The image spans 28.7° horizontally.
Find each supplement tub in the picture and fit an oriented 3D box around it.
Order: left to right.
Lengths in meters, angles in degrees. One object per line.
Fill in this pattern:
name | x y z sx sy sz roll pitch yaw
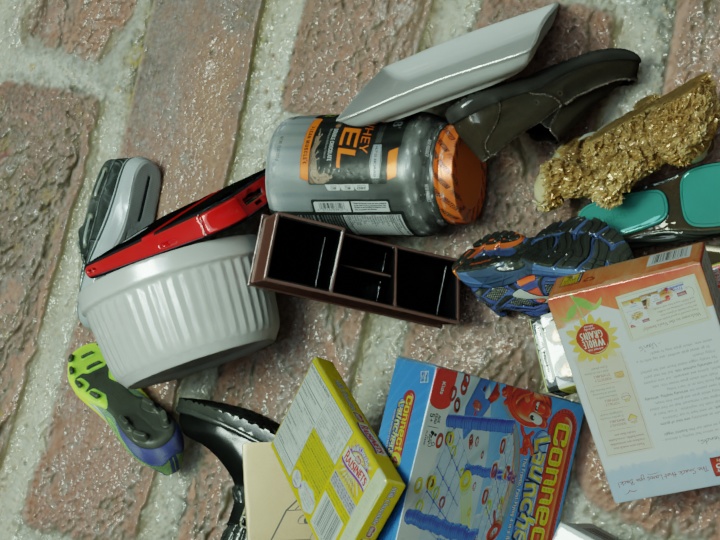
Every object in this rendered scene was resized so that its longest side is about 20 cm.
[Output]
supplement tub | 0.016 -0.095 1.393 0.199 0.122 0.123 1 80 25

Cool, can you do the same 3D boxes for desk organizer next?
desk organizer | 0.000 0.000 1.348 0.199 0.077 0.072 13 85 -12

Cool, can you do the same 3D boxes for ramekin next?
ramekin | -0.176 0.046 1.421 0.199 0.200 0.106 -21 83 21

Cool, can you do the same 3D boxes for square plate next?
square plate | 0.091 -0.195 1.357 0.199 0.198 0.029 -18 107 22

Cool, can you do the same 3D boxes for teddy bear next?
teddy bear | 0.246 -0.107 1.291 0.199 0.145 0.067 -28 102 22

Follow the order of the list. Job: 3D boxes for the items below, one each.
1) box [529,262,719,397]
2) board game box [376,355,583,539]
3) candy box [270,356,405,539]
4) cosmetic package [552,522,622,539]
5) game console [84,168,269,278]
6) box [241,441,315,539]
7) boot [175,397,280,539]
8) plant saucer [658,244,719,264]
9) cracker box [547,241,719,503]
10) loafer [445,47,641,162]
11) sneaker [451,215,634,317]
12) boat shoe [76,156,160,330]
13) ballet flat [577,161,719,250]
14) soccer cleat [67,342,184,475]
box | 0.257 0.052 1.259 0.199 0.050 0.076 -17 75 22
board game box | 0.097 0.195 1.256 0.056 0.195 0.201 8 84 51
candy box | -0.024 0.171 1.248 0.103 0.026 0.200 -61 30 17
cosmetic package | 0.179 0.329 1.247 0.071 0.101 0.201 25 92 26
game console | -0.169 -0.050 1.439 0.176 0.200 0.031 -23 98 22
box | -0.029 0.263 1.353 0.163 0.021 0.201 -2 86 -2
boot | -0.122 0.228 1.421 0.210 0.079 0.158 22 90 27
plant saucer | 0.307 0.077 1.275 0.199 0.029 0.201 -5 78 24
cracker box | 0.255 0.090 1.201 0.133 0.058 0.201 -14 105 22
loafer | 0.178 -0.154 1.332 0.199 0.073 0.072 -20 92 -11
sneaker | 0.178 0.003 1.302 0.200 0.079 0.075 -3 39 53
boat shoe | -0.277 -0.030 1.559 0.071 0.072 0.201 6 73 35
ballet flat | 0.295 -0.056 1.280 0.199 0.068 0.068 -9 72 33
soccer cleat | -0.255 0.149 1.509 0.065 0.084 0.200 -33 46 -20
